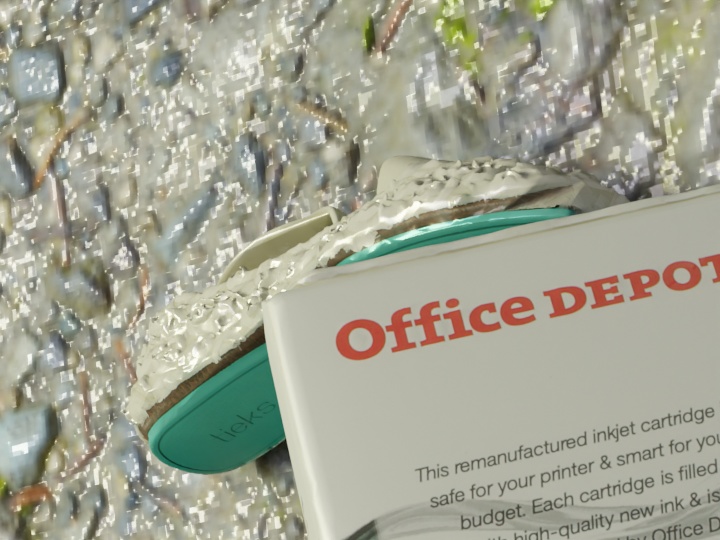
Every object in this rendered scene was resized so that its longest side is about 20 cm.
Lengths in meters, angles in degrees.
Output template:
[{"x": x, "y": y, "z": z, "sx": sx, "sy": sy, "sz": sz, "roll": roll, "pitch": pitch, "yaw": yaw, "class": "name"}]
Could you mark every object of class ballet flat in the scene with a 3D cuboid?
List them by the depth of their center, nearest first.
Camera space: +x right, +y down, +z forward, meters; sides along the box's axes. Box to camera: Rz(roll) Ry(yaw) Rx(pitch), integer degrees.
[{"x": 0.000, "y": 0.000, "z": 0.897, "sx": 0.199, "sy": 0.072, "sz": 0.072, "roll": -27, "pitch": 68, "yaw": 33, "class": "ballet flat"}]

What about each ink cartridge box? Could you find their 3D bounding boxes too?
[{"x": 0.064, "y": 0.092, "z": 0.762, "sx": 0.146, "sy": 0.083, "sz": 0.201, "roll": -11, "pitch": 63, "yaw": -4, "class": "ink cartridge box"}]
